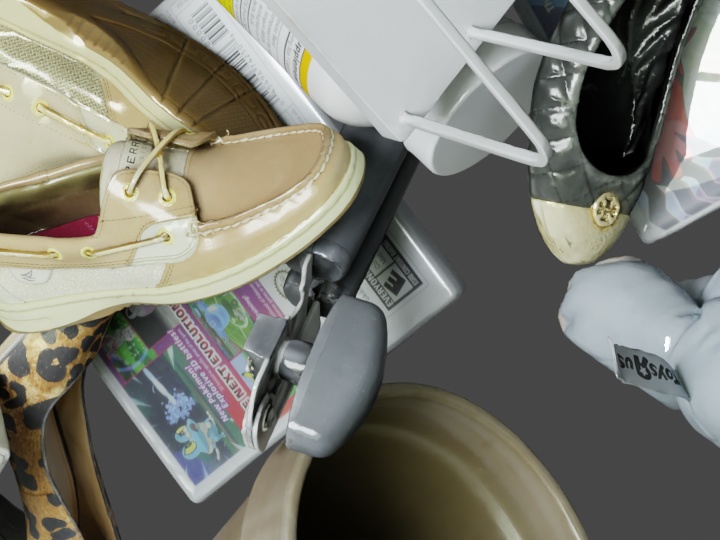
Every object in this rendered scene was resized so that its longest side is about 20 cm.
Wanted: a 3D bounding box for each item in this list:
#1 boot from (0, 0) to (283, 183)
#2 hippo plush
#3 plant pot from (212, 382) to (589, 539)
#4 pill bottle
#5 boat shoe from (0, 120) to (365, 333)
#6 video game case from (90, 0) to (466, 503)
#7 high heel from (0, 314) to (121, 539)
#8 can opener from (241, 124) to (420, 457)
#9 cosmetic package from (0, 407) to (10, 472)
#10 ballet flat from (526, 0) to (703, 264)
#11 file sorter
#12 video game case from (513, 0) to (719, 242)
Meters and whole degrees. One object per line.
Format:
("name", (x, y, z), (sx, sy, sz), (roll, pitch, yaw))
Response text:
("boot", (-0.141, -0.049, 1.233), (0.199, 0.073, 0.156), (31, 117, 1))
("hippo plush", (0.184, -0.001, 1.094), (0.159, 0.200, 0.161), (36, 93, 31))
("plant pot", (-0.010, 0.177, 1.197), (0.173, 0.200, 0.201), (-33, 87, 39))
("pill bottle", (-0.007, -0.136, 1.152), (0.200, 0.104, 0.104), (46, 113, 20))
("boat shoe", (-0.094, -0.027, 1.149), (0.199, 0.074, 0.067), (-19, 127, 23))
("video game case", (-0.074, -0.017, 1.263), (0.182, 0.023, 0.200), (-39, 86, 23))
("high heel", (-0.125, 0.091, 1.268), (0.142, 0.071, 0.200), (39, 125, 1))
("can opener", (0.000, 0.000, 1.154), (0.066, 0.201, 0.054), (17, 146, 13))
("cosmetic package", (-0.233, 0.053, 1.246), (0.071, 0.200, 0.105), (22, 117, -28))
("ballet flat", (0.118, -0.096, 1.104), (0.057, 0.066, 0.201), (28, 108, 45))
("file sorter", (0.063, -0.158, 0.994), (0.200, 0.139, 0.124), (-52, 35, -11))
("video game case", (0.155, -0.141, 1.141), (0.182, 0.023, 0.201), (-30, 88, 24))
